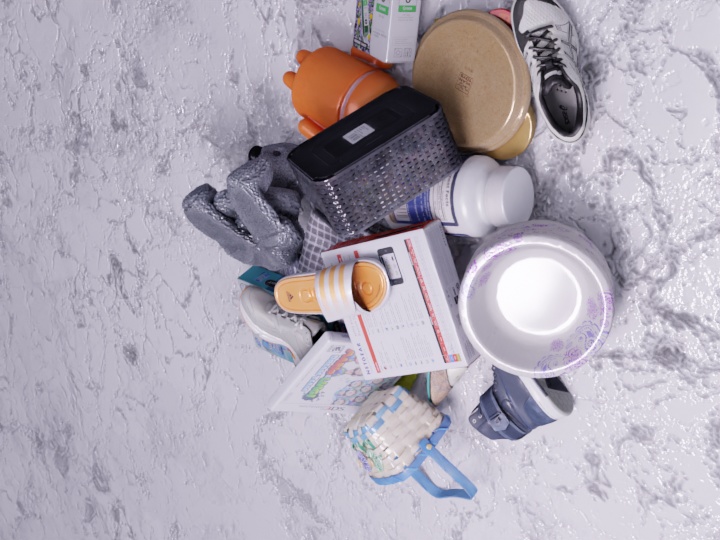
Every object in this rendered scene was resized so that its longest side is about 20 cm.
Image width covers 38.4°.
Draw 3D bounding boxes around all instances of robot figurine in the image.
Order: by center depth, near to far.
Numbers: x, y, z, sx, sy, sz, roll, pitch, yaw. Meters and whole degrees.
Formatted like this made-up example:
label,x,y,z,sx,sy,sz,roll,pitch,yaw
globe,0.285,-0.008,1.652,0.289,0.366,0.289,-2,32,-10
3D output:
label,x,y,z,sx,sy,sz,roll,pitch,yaw
robot figurine,-0.021,-0.252,1.508,0.199,0.144,0.117,31,140,29

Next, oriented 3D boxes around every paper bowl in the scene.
label,x,y,z,sx,sy,sz,roll,pitch,yaw
paper bowl,0.233,0.032,1.364,0.199,0.104,0.202,5,113,11

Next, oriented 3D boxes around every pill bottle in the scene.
label,x,y,z,sx,sy,sz,roll,pitch,yaw
pill bottle,0.134,-0.104,1.427,0.199,0.111,0.112,5,109,40

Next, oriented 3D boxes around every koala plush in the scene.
label,x,y,z,sx,sy,sz,roll,pitch,yaw
koala plush,-0.140,-0.123,1.620,0.177,0.201,0.184,-19,123,43

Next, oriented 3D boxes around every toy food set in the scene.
label,x,y,z,sx,sy,sz,roll,pitch,yaw
toy food set,0.154,-0.257,1.398,0.199,0.049,0.199,21,118,36

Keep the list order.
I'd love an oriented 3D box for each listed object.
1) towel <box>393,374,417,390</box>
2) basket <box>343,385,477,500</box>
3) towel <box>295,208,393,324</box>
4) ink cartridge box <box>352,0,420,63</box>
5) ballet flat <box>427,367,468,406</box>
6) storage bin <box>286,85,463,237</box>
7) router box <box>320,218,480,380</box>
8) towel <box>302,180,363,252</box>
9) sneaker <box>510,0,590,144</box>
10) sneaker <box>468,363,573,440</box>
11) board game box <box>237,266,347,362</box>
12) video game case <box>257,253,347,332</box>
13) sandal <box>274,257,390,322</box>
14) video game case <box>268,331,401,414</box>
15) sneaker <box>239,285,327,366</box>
label,x,y,z,sx,sy,sz,roll,pitch,yaw
towel,0.078,0.101,1.614,0.086,0.018,0.201,42,129,23
basket,0.078,0.278,1.587,0.200,0.139,0.176,40,159,-5
towel,0.000,0.000,1.542,0.199,0.085,0.167,24,110,25
ink cartridge box,0.040,-0.397,1.423,0.109,0.050,0.201,41,132,54
ballet flat,0.130,0.118,1.539,0.067,0.068,0.201,2,118,15
storage bin,0.018,-0.149,1.382,0.135,0.199,0.094,43,162,56
router box,0.056,0.044,1.440,0.179,0.049,0.201,-11,102,36
towel,-0.019,-0.054,1.634,0.086,0.018,0.200,55,132,13
sneaker,0.242,-0.255,1.282,0.075,0.088,0.201,-20,96,15
sneaker,0.193,0.150,1.489,0.146,0.077,0.203,-38,80,40
board game box,-0.107,0.088,1.722,0.199,0.047,0.152,19,135,37
video game case,-0.093,0.033,1.713,0.199,0.019,0.144,20,135,34
sandal,-0.050,0.037,1.439,0.206,0.059,0.080,-11,103,36
video game case,-0.021,0.163,1.600,0.200,0.181,0.024,-51,44,39
sneaker,-0.100,0.086,1.621,0.200,0.076,0.092,42,137,-2
